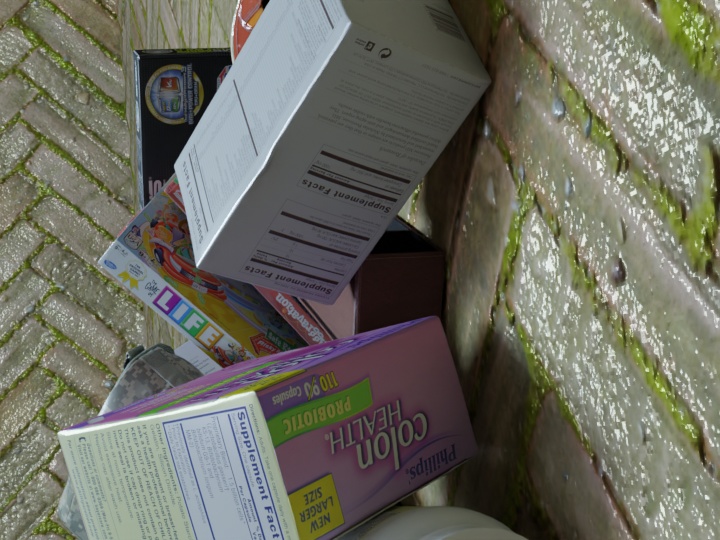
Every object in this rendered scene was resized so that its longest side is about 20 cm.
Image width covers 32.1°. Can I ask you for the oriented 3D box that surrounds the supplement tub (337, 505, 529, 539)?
[{"bbox_3d":[0.030,0.214,0.751,0.200,0.143,0.147,157,108,-66],"label":"supplement tub"}]

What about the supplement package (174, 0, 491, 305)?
[{"bbox_3d":[-0.026,-0.094,0.821,0.201,0.109,0.114,-54,36,30],"label":"supplement package"}]

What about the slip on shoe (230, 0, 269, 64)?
[{"bbox_3d":[-0.080,-0.239,1.186,0.061,0.073,0.202,-119,33,-50],"label":"slip on shoe"}]

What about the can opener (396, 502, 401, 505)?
[{"bbox_3d":[-0.013,0.188,0.935,0.200,0.063,0.080,36,-126,-71],"label":"can opener"}]

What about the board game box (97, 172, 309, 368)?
[{"bbox_3d":[-0.120,0.016,1.107,0.034,0.200,0.135,-44,10,31],"label":"board game box"}]

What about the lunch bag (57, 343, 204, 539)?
[{"bbox_3d":[-0.136,0.175,1.049,0.199,0.139,0.169,36,129,16],"label":"lunch bag"}]

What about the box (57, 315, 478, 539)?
[{"bbox_3d":[-0.060,0.111,0.806,0.199,0.175,0.098,-15,93,42],"label":"box"}]

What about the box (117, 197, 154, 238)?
[{"bbox_3d":[-0.138,0.006,1.235,0.200,0.095,0.100,49,165,-7],"label":"box"}]

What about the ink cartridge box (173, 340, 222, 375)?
[{"bbox_3d":[-0.108,0.172,1.175,0.198,0.084,0.147,20,123,27],"label":"ink cartridge box"}]

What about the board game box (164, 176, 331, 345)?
[{"bbox_3d":[-0.085,0.002,1.066,0.200,0.019,0.103,47,179,1],"label":"board game box"}]

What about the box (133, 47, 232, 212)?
[{"bbox_3d":[-0.152,-0.129,1.302,0.044,0.158,0.203,-136,45,-66],"label":"box"}]

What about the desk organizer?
[{"bbox_3d":[0.000,0.000,0.958,0.200,0.071,0.078,-137,47,-67],"label":"desk organizer"}]
